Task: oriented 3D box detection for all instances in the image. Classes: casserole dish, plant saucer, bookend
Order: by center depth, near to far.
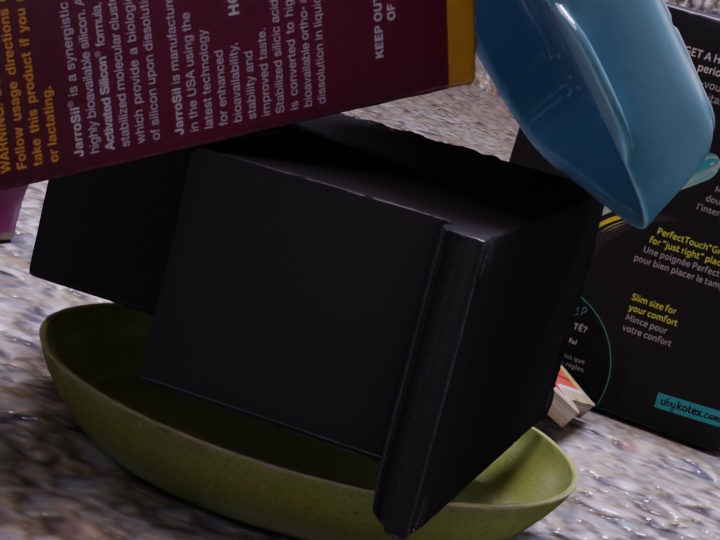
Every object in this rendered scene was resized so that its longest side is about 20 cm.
[{"bbox_3d":[-0.036,-0.004,0.659,0.198,0.092,0.200,17,11,14],"label":"bookend"},{"bbox_3d":[0.069,-0.086,0.665,0.039,0.121,0.200,-29,17,-1],"label":"casserole dish"},{"bbox_3d":[-0.021,0.058,0.694,0.199,0.031,0.200,16,9,-3],"label":"plant saucer"}]

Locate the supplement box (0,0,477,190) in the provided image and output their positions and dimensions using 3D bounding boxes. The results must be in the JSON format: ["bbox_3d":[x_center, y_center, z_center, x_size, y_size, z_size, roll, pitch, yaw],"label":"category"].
[{"bbox_3d":[-0.076,-0.090,0.597,0.200,0.086,0.110,-15,23,-29],"label":"supplement box"}]

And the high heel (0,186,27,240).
[{"bbox_3d":[-0.202,-0.060,0.870,0.067,0.096,0.200,21,11,26],"label":"high heel"}]

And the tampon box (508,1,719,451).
[{"bbox_3d":[0.160,-0.032,0.988,0.150,0.201,0.126,20,11,21],"label":"tampon box"}]

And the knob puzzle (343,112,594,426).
[{"bbox_3d":[0.037,-0.017,0.845,0.220,0.030,0.220,49,7,-8],"label":"knob puzzle"}]
